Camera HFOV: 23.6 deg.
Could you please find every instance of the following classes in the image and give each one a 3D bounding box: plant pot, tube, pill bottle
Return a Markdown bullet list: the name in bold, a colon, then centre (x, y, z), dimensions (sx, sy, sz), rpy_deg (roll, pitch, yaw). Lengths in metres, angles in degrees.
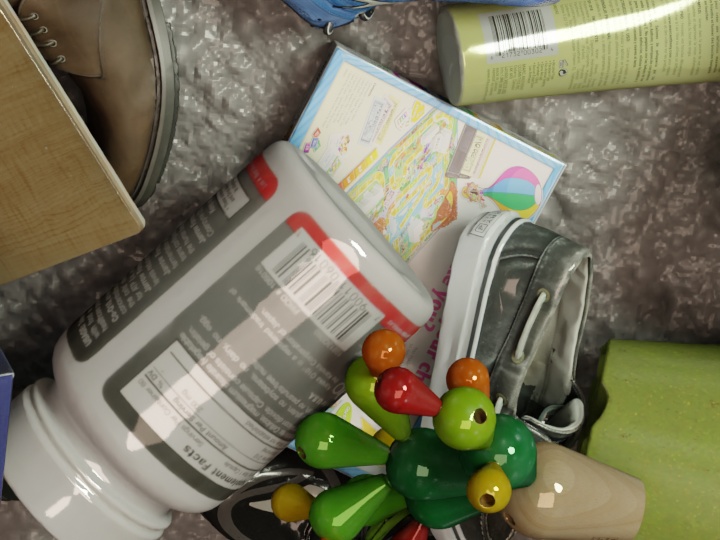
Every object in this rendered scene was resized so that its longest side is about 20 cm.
- **plant pot**: centre (0.205, 0.113, 0.886), dimensions (0.190, 0.200, 0.200), rpy_deg (12, 107, 8)
- **tube**: centre (0.140, -0.120, 0.870), dimensions (0.200, 0.052, 0.058), rpy_deg (-9, 151, -8)
- **pill bottle**: centre (-0.073, 0.043, 0.826), dimensions (0.200, 0.114, 0.114), rpy_deg (-41, 104, 6)

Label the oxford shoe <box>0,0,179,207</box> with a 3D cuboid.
- **oxford shoe**: centre (-0.135, -0.120, 0.829), dimensions (0.084, 0.073, 0.200), rpy_deg (-14, 119, -24)

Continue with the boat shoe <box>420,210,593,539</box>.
- **boat shoe**: centre (0.076, 0.070, 0.868), dimensions (0.071, 0.072, 0.200), rpy_deg (22, 124, 33)

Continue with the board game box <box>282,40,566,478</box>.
- **board game box**: centre (0.000, 0.000, 0.898), dimensions (0.134, 0.034, 0.200), rpy_deg (27, 100, -10)

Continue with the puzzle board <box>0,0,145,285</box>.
- **puzzle board**: centre (-0.217, -0.057, 0.849), dimensions (0.200, 0.017, 0.151), rpy_deg (-18, 113, 33)

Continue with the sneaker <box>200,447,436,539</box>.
- **sneaker**: centre (0.007, 0.155, 0.928), dimensions (0.200, 0.083, 0.071), rpy_deg (30, 102, -7)

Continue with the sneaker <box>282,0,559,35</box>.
- **sneaker**: centre (0.007, -0.161, 0.833), dimensions (0.200, 0.089, 0.079), rpy_deg (14, 64, 9)

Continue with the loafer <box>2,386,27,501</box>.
- **loafer**: centre (-0.184, 0.086, 0.922), dimensions (0.200, 0.063, 0.072), rpy_deg (6, 147, -3)

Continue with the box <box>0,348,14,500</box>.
- **box**: centre (-0.205, 0.054, 0.814), dimensions (0.032, 0.200, 0.121), rpy_deg (-11, 133, -29)

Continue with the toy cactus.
- **toy cactus**: centre (0.050, 0.101, 0.793), dimensions (0.165, 0.102, 0.200), rpy_deg (13, 148, -8)
